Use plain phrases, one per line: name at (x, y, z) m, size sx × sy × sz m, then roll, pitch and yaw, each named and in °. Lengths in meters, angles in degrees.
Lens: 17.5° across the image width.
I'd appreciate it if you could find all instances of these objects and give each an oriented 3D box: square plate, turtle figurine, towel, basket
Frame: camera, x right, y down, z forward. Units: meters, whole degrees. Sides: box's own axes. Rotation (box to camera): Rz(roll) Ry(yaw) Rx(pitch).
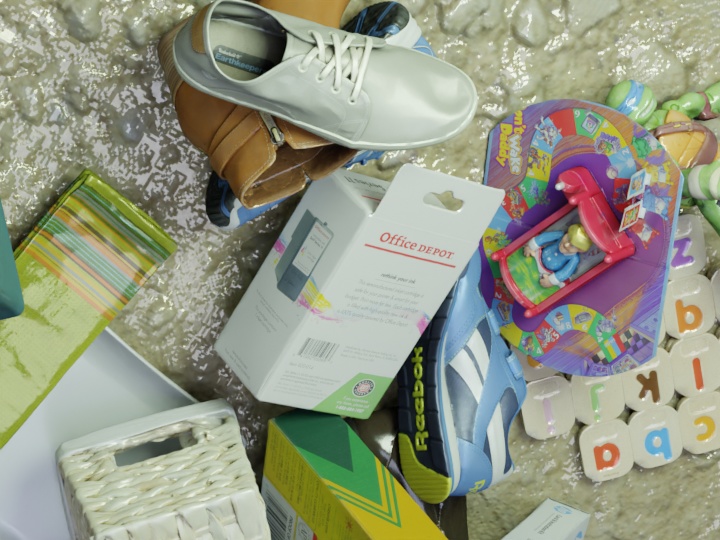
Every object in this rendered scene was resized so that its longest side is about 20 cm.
square plate at (-0.218, 0.132, 1.683) m, size 0.200 × 0.028 × 0.198 m, roll 41°, pitch 96°, yaw -22°
turtle figurine at (0.278, -0.082, 1.656) m, size 0.200 × 0.144 × 0.194 m, roll -39°, pitch 117°, yaw 7°
towel at (-0.221, 0.030, 1.623) m, size 0.086 × 0.018 × 0.200 m, roll 39°, pitch 95°, yaw -19°
basket at (-0.125, 0.215, 1.652) m, size 0.135 × 0.123 × 0.201 m, roll -16°, pitch 119°, yaw -11°

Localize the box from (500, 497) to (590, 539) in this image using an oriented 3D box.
box at (0.103, 0.268, 1.720) m, size 0.041 × 0.200 × 0.156 m, roll 20°, pitch 107°, yaw 17°

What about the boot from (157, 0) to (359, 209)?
boot at (-0.031, -0.140, 1.554) m, size 0.200 × 0.155 × 0.074 m, roll -37°, pitch 142°, yaw 9°

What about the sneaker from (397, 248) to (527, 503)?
sneaker at (0.074, 0.066, 1.692) m, size 0.082 × 0.074 × 0.201 m, roll 0°, pitch 91°, yaw -31°

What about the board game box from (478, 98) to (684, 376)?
board game box at (0.140, -0.019, 1.647) m, size 0.039 × 0.158 × 0.201 m, roll -19°, pitch 122°, yaw -53°

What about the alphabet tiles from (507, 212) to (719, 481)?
alphabet tiles at (0.210, 0.058, 1.760) m, size 0.199 × 0.015 × 0.196 m, roll -15°, pitch 112°, yaw -7°

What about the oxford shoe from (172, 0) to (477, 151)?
oxford shoe at (-0.020, -0.125, 1.486) m, size 0.199 × 0.058 × 0.075 m, roll 14°, pitch 67°, yaw -8°

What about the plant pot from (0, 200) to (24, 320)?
plant pot at (-0.298, -0.029, 1.493) m, size 0.141 × 0.200 × 0.142 m, roll -13°, pitch 89°, yaw -8°

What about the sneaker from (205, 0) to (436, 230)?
sneaker at (-0.023, -0.092, 1.619) m, size 0.200 × 0.076 × 0.077 m, roll -41°, pitch 121°, yaw 8°

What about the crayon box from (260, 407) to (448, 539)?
crayon box at (0.003, 0.203, 1.649) m, size 0.051 × 0.200 × 0.127 m, roll -19°, pitch 139°, yaw -29°

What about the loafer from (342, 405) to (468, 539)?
loafer at (0.053, 0.184, 1.737) m, size 0.071 × 0.073 × 0.200 m, roll -29°, pitch 113°, yaw 1°

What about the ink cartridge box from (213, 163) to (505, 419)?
ink cartridge box at (0.000, 0.000, 1.630) m, size 0.117 × 0.067 × 0.200 m, roll 14°, pitch 116°, yaw -45°
